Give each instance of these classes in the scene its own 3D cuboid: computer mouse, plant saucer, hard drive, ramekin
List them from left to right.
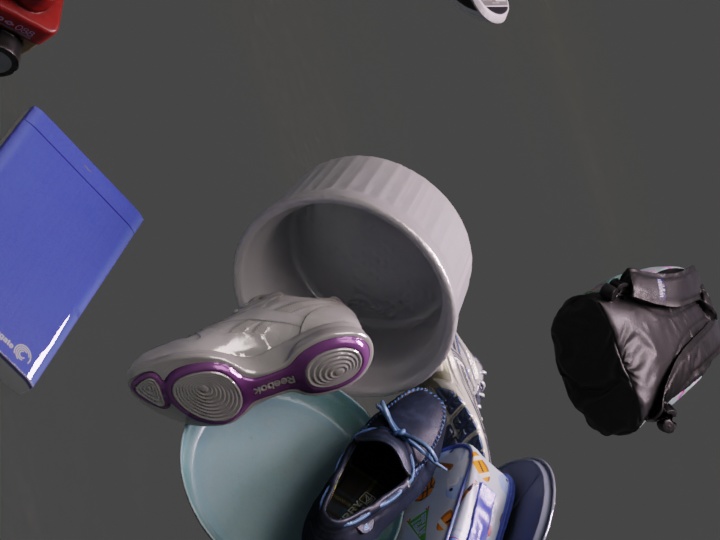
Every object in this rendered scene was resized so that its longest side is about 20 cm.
[{"bbox_3d":[-0.261,-0.019,1.474,0.132,0.025,0.200,47,44,-20],"label":"hard drive"},{"bbox_3d":[-0.059,0.174,1.552,0.199,0.027,0.201,15,51,-19],"label":"plant saucer"},{"bbox_3d":[0.000,0.000,1.615,0.201,0.200,0.098,52,36,-15],"label":"ramekin"},{"bbox_3d":[0.093,-0.343,1.988,0.109,0.044,0.201,-9,74,-55],"label":"computer mouse"}]

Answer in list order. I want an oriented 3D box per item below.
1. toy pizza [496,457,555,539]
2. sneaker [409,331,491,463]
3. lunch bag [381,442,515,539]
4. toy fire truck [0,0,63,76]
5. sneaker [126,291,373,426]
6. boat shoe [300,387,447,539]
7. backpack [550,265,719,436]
[{"bbox_3d":[0.108,0.250,1.598,0.032,0.200,0.201,33,49,-16],"label":"toy pizza"},{"bbox_3d":[0.087,0.114,1.740,0.085,0.077,0.201,-9,79,-52],"label":"sneaker"},{"bbox_3d":[0.050,0.246,1.570,0.076,0.160,0.201,41,46,-24],"label":"lunch bag"},{"bbox_3d":[-0.281,-0.238,1.425,0.176,0.199,0.129,27,53,-36],"label":"toy fire truck"},{"bbox_3d":[-0.094,0.068,1.540,0.199,0.075,0.100,-9,36,-10],"label":"sneaker"},{"bbox_3d":[0.023,0.163,1.533,0.084,0.069,0.200,25,47,7],"label":"boat shoe"},{"bbox_3d":[0.283,0.068,1.927,0.200,0.126,0.168,-27,103,-50],"label":"backpack"}]
